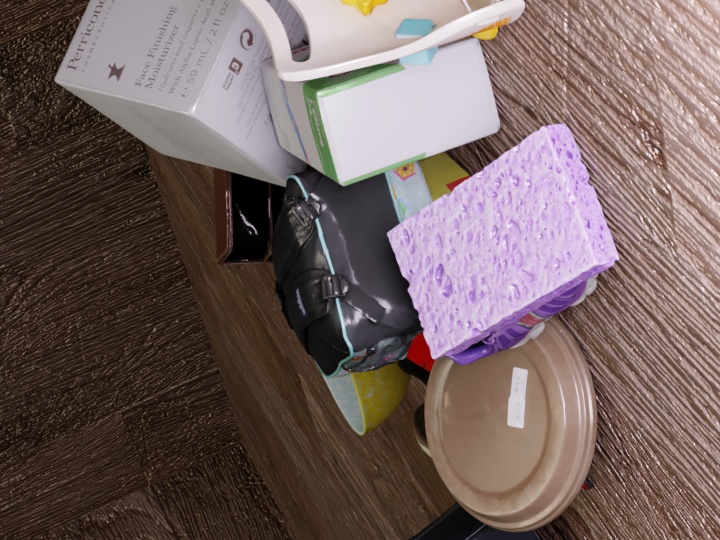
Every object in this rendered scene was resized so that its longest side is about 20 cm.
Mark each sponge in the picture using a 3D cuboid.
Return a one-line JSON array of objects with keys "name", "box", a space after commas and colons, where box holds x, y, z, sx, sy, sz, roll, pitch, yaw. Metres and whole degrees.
[{"name": "sponge", "box": [0.105, -0.019, 1.408, 0.200, 0.030, 0.113, -34, 70, 47]}]

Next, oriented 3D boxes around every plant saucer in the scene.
[{"name": "plant saucer", "box": [0.122, 0.125, 1.600, 0.199, 0.029, 0.202, -3, 86, 48]}]

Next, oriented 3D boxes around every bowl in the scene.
[{"name": "bowl", "box": [0.009, 0.078, 2.133, 0.200, 0.107, 0.202, 157, 90, -79]}]

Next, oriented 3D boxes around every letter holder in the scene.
[{"name": "letter holder", "box": [-0.101, -0.115, 1.922, 0.142, 0.099, 0.202, 140, 127, -81]}]

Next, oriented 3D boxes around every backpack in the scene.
[{"name": "backpack", "box": [0.000, 0.000, 1.632, 0.177, 0.152, 0.200, 68, 159, 12]}]

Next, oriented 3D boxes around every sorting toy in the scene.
[{"name": "sorting toy", "box": [-0.002, -0.219, 1.396, 0.107, 0.179, 0.201, 90, 154, -64]}]

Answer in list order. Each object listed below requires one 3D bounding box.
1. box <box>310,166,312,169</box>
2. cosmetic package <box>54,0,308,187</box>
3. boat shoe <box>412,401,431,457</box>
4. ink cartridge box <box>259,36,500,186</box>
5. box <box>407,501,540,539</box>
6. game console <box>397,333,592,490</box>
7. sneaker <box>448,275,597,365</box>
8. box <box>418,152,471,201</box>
[{"name": "box", "box": [-0.032, -0.167, 1.899, 0.200, 0.039, 0.138, 111, 156, -75]}, {"name": "cosmetic package", "box": [-0.140, -0.197, 1.715, 0.199, 0.166, 0.165, 16, 168, 41]}, {"name": "boat shoe", "box": [0.117, 0.201, 1.988, 0.076, 0.071, 0.200, 59, 174, -28]}, {"name": "ink cartridge box", "box": [0.011, -0.148, 1.562, 0.200, 0.144, 0.085, -142, 34, -69]}, {"name": "box", "box": [0.144, 0.347, 1.906, 0.201, 0.123, 0.198, 54, 168, -2]}, {"name": "game console", "box": [0.134, 0.090, 1.717, 0.200, 0.118, 0.174, 28, 110, 56]}, {"name": "sneaker", "box": [0.122, 0.023, 1.470, 0.081, 0.083, 0.200, 49, 147, 14]}, {"name": "box", "box": [0.094, -0.038, 1.644, 0.200, 0.050, 0.076, -130, 20, -58]}]
